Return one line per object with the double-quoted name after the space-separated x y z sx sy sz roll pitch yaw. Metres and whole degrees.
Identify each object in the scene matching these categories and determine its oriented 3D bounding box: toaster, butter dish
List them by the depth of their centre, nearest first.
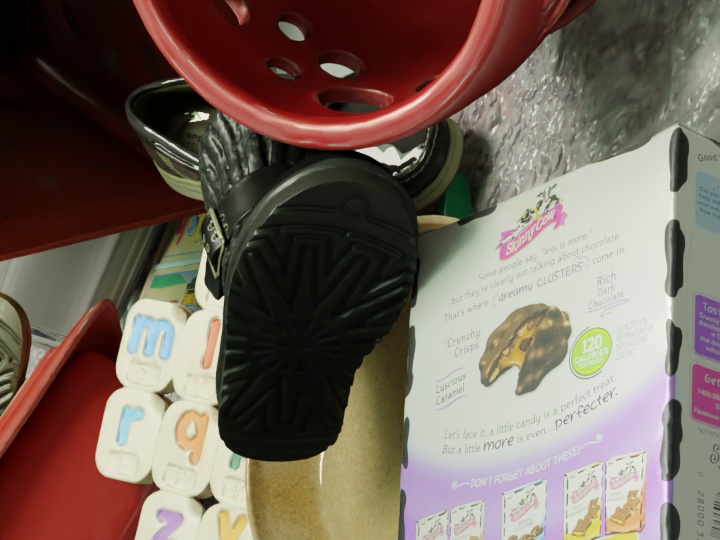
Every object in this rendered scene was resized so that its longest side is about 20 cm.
-0.145 0.150 1.466 0.200 0.147 0.200 -56 -11 -21 "butter dish"
-0.181 -0.034 1.645 0.200 0.113 0.130 -87 18 -64 "toaster"

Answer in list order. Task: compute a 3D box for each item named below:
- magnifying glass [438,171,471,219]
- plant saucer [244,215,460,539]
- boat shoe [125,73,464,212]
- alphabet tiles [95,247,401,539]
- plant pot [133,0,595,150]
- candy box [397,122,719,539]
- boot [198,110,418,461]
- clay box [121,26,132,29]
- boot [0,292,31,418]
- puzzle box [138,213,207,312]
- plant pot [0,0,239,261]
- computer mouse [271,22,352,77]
0.000 0.000 1.385 0.200 0.022 0.080 -34 47 56 "magnifying glass"
0.022 0.074 1.241 0.200 0.035 0.201 -25 55 41 "plant saucer"
-0.041 -0.066 1.343 0.199 0.065 0.073 2 69 36 "boat shoe"
-0.050 0.076 1.342 0.199 0.015 0.196 9 85 35 "alphabet tiles"
0.015 -0.171 1.148 0.201 0.200 0.182 -59 -12 30 "plant pot"
0.094 0.063 1.067 0.168 0.071 0.201 -23 56 48 "candy box"
-0.030 -0.028 1.206 0.211 0.079 0.158 115 159 -51 "boot"
-0.094 -0.237 1.581 0.200 0.048 0.115 -42 27 -3 "clay box"
-0.212 0.080 1.546 0.176 0.066 0.200 -63 -12 14 "boot"
-0.081 -0.001 1.516 0.200 0.025 0.134 -8 60 66 "puzzle box"
-0.193 -0.140 1.460 0.176 0.200 0.201 30 123 40 "plant pot"
-0.025 -0.139 1.445 0.109 0.044 0.201 -12 57 22 "computer mouse"
